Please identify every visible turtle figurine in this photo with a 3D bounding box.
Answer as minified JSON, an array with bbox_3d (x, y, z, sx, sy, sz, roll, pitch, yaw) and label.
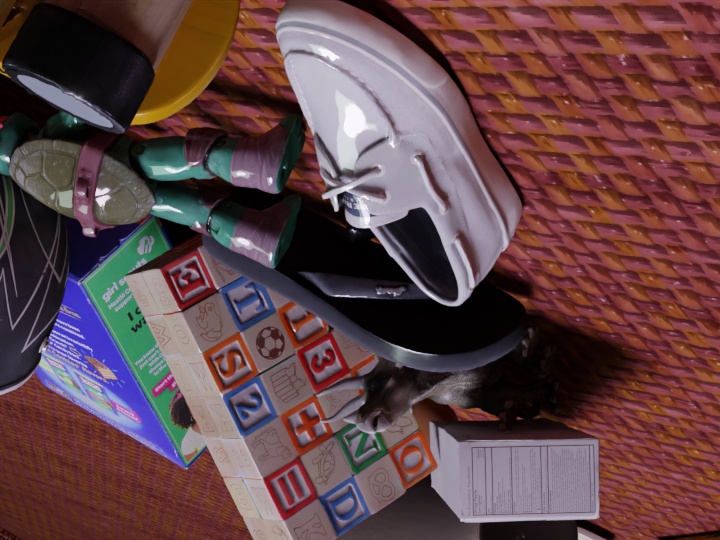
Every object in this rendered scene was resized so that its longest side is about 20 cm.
[{"bbox_3d":[-0.132,-0.067,0.888,0.199,0.101,0.150,17,160,8],"label":"turtle figurine"}]

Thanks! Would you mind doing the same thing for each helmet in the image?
[{"bbox_3d":[-0.263,-0.008,0.944,0.200,0.201,0.190,34,141,-22],"label":"helmet"}]

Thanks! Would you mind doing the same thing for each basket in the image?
[{"bbox_3d":[0.060,0.210,1.278,0.136,0.181,0.200,4,168,-42],"label":"basket"}]

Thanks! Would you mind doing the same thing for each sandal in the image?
[{"bbox_3d":[-0.001,0.000,0.930,0.199,0.076,0.043,22,134,10],"label":"sandal"}]

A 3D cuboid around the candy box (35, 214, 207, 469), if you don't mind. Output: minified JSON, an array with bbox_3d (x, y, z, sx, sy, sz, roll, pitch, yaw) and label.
[{"bbox_3d":[-0.185,0.024,1.120,0.169,0.077,0.200,24,151,36],"label":"candy box"}]

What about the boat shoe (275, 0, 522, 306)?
[{"bbox_3d":[0.012,-0.050,0.775,0.072,0.069,0.200,14,157,31],"label":"boat shoe"}]

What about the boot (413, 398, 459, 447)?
[{"bbox_3d":[-0.030,0.066,1.129,0.199,0.074,0.155,17,155,17],"label":"boot"}]

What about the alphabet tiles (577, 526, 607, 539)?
[{"bbox_3d":[0.143,0.227,1.403,0.199,0.015,0.196,25,160,3],"label":"alphabet tiles"}]

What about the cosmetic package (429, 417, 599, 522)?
[{"bbox_3d":[0.091,0.122,1.010,0.082,0.051,0.200,1,178,-2],"label":"cosmetic package"}]

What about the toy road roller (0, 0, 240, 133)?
[{"bbox_3d":[-0.147,-0.136,0.690,0.199,0.123,0.146,26,172,-2],"label":"toy road roller"}]

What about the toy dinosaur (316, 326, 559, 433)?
[{"bbox_3d":[0.066,0.059,1.005,0.102,0.077,0.200,14,-171,26],"label":"toy dinosaur"}]

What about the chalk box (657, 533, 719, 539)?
[{"bbox_3d":[0.309,0.296,1.214,0.200,0.124,0.125,29,160,-12],"label":"chalk box"}]

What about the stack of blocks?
[{"bbox_3d":[-0.048,0.064,1.018,0.059,0.115,0.201,-10,108,59],"label":"stack of blocks"}]
